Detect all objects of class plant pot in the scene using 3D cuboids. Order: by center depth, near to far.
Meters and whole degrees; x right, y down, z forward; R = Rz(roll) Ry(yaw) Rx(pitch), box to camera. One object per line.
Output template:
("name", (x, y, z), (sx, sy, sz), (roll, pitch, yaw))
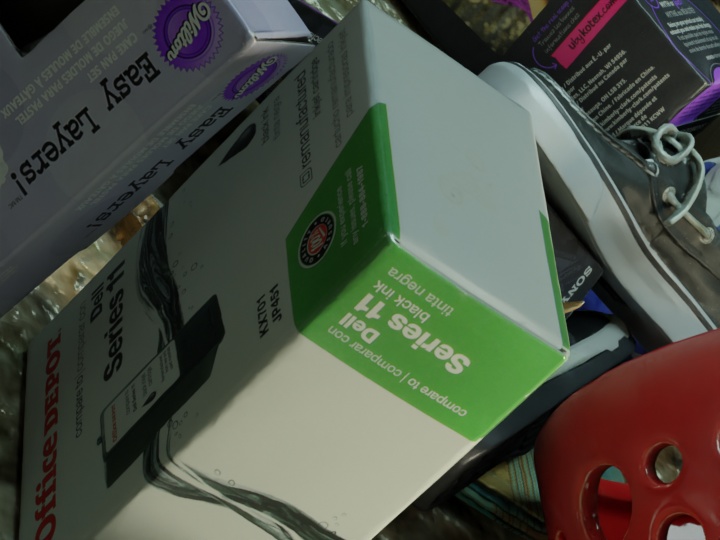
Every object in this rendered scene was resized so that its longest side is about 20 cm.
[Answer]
("plant pot", (0.182, 0.136, 1.224), (0.200, 0.200, 0.183), (18, 55, -48))

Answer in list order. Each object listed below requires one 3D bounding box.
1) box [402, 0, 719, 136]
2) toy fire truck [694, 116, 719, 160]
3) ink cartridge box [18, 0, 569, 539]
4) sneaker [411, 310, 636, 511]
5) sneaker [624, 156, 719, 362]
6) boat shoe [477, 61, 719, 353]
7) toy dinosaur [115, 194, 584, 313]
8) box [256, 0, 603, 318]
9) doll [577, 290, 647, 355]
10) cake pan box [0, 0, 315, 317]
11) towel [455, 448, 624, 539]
("box", (0.106, -0.147, 1.618), (0.200, 0.106, 0.122), (53, 23, 10))
("toy fire truck", (0.284, -0.006, 1.658), (0.176, 0.129, 0.200), (29, 2, -37))
("ink cartridge box", (-0.029, 0.029, 1.033), (0.083, 0.200, 0.147), (32, 28, -25))
("sneaker", (0.050, 0.035, 1.263), (0.083, 0.072, 0.200), (49, 25, 9))
("sneaker", (0.171, -0.004, 1.557), (0.199, 0.115, 0.081), (-38, 108, -35))
("boat shoe", (0.118, -0.031, 1.281), (0.199, 0.068, 0.074), (48, -10, -31))
("toy dinosaur", (0.000, 0.000, 1.223), (0.199, 0.061, 0.106), (8, 27, 11))
("box", (0.003, -0.064, 1.279), (0.200, 0.036, 0.143), (37, -6, 44))
("doll", (0.168, 0.027, 1.453), (0.200, 0.137, 0.048), (30, -5, -28))
("cake pan box", (-0.136, -0.094, 1.032), (0.184, 0.200, 0.052), (56, 23, 10))
("towel", (0.044, 0.054, 1.331), (0.200, 0.022, 0.147), (33, 29, -29))
